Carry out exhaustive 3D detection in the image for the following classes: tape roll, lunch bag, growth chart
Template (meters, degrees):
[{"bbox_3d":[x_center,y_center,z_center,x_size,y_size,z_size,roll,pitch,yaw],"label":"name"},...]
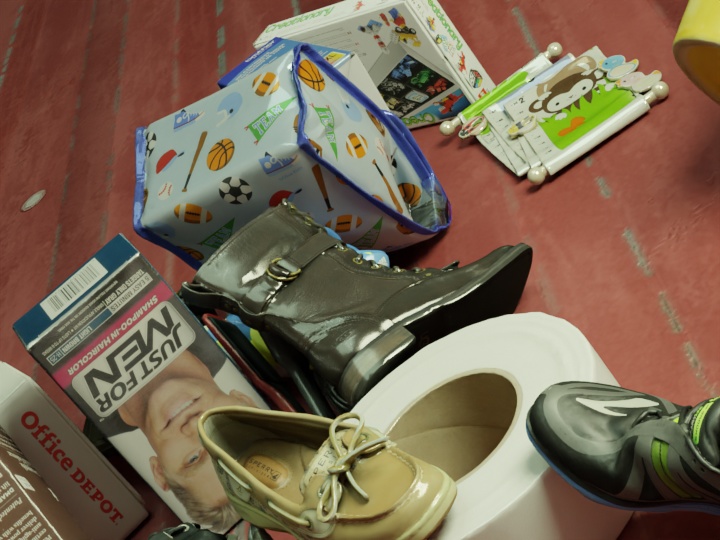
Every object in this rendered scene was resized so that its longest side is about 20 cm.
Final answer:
[{"bbox_3d":[0.066,0.119,1.000,0.202,0.071,0.203,-29,27,16],"label":"tape roll"},{"bbox_3d":[-0.049,-0.061,1.304,0.170,0.200,0.124,-23,51,29],"label":"lunch bag"},{"bbox_3d":[0.156,-0.131,1.363,0.145,0.018,0.200,-39,26,-4],"label":"growth chart"}]

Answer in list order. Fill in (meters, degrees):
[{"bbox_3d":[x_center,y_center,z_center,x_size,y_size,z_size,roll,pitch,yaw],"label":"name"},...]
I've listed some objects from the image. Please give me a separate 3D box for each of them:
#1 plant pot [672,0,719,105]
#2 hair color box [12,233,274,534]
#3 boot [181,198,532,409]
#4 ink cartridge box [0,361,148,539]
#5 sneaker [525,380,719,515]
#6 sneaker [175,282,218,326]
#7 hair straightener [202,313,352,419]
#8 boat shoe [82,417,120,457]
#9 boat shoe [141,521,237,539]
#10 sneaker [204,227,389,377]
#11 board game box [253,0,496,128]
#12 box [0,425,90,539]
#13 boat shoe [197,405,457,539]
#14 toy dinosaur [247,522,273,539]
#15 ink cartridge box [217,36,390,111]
[{"bbox_3d":[0.301,-0.189,1.085,0.189,0.201,0.201,-57,28,-6],"label":"plant pot"},{"bbox_3d":[-0.135,0.084,1.167,0.100,0.200,0.061,-41,25,-7],"label":"hair color box"},{"bbox_3d":[0.000,0.000,1.158,0.200,0.069,0.174,-32,53,-32],"label":"boot"},{"bbox_3d":[-0.280,0.189,1.245,0.200,0.146,0.084,-44,24,-15],"label":"ink cartridge box"},{"bbox_3d":[0.173,0.086,0.850,0.199,0.083,0.071,15,49,37],"label":"sneaker"},{"bbox_3d":[-0.180,0.056,1.348,0.090,0.070,0.200,-32,-10,15],"label":"sneaker"},{"bbox_3d":[-0.035,0.068,1.165,0.077,0.041,0.200,-51,49,12],"label":"hair straightener"},{"bbox_3d":[-0.172,0.117,1.323,0.200,0.068,0.072,167,115,-72],"label":"boat shoe"},{"bbox_3d":[-0.116,0.188,1.039,0.199,0.066,0.075,138,154,-81],"label":"boat shoe"},{"bbox_3d":[-0.048,0.024,1.262,0.199,0.076,0.105,-4,80,35],"label":"sneaker"},{"bbox_3d":[0.010,-0.180,1.505,0.200,0.126,0.035,-8,39,46],"label":"board game box"},{"bbox_3d":[-0.229,0.177,1.118,0.075,0.200,0.100,-39,-13,-5],"label":"box"},{"bbox_3d":[-0.027,0.117,0.967,0.200,0.063,0.073,0,43,51],"label":"boat shoe"},{"bbox_3d":[-0.050,0.229,0.972,0.077,0.102,0.200,12,53,0],"label":"toy dinosaur"},{"bbox_3d":[-0.040,-0.122,1.461,0.076,0.137,0.200,-37,25,-12],"label":"ink cartridge box"}]
